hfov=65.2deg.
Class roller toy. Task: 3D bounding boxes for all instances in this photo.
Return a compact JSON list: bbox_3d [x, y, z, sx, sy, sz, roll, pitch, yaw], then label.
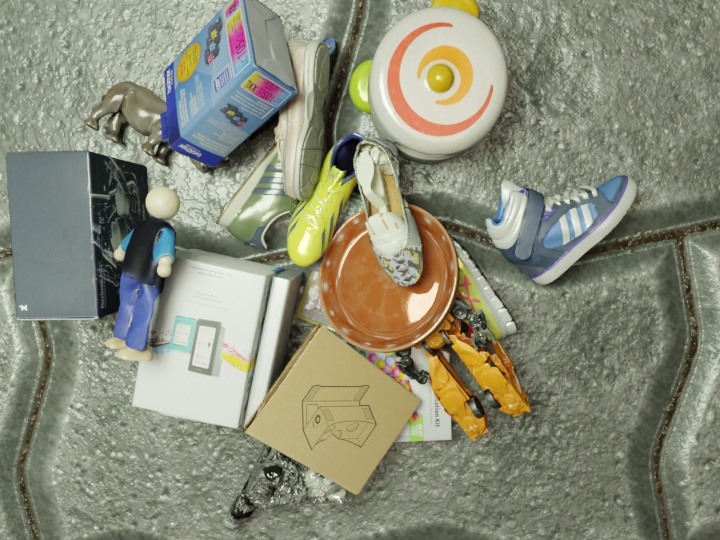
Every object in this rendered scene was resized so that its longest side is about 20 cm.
[{"bbox_3d":[0.102,-0.244,0.754,0.199,0.140,0.184,-36,94,2],"label":"roller toy"}]

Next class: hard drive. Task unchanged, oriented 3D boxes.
[{"bbox_3d":[-0.120,0.103,0.786,0.026,0.132,0.203,13,95,0],"label":"hard drive"}]

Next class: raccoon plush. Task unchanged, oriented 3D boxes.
[{"bbox_3d":[-0.103,0.329,0.844,0.133,0.097,0.201,30,124,-10],"label":"raccoon plush"}]

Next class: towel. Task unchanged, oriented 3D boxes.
[{"bbox_3d":[0.000,0.000,0.811,0.142,0.023,0.203,24,92,16],"label":"towel"}]

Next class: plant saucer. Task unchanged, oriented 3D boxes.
[{"bbox_3d":[0.037,0.009,0.758,0.197,0.032,0.204,-5,76,22],"label":"plant saucer"}]

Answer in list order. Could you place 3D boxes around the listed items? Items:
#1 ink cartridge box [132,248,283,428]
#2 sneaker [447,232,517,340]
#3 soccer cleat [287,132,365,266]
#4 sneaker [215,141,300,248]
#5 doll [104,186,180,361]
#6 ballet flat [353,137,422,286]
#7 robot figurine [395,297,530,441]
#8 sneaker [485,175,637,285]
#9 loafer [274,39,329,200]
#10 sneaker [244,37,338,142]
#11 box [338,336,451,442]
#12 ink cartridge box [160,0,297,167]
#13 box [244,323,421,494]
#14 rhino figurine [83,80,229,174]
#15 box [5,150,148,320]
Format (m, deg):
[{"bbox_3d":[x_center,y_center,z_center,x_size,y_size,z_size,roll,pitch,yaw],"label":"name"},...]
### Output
[{"bbox_3d":[-0.204,0.086,0.778,0.144,0.147,0.203,12,95,0],"label":"ink cartridge box"},{"bbox_3d":[0.138,0.028,0.809,0.090,0.078,0.201,-34,92,10],"label":"sneaker"},{"bbox_3d":[-0.046,-0.102,0.769,0.064,0.084,0.202,26,73,-3],"label":"soccer cleat"},{"bbox_3d":[-0.113,-0.121,0.808,0.090,0.067,0.201,39,91,-16],"label":"sneaker"},{"bbox_3d":[-0.260,-0.002,0.675,0.135,0.048,0.203,19,96,43],"label":"doll"},{"bbox_3d":[0.027,-0.078,0.719,0.071,0.072,0.204,-12,77,1],"label":"ballet flat"},{"bbox_3d":[0.136,0.129,0.776,0.144,0.058,0.201,-35,95,22],"label":"robot figurine"},{"bbox_3d":[0.272,-0.094,0.794,0.146,0.081,0.200,42,99,-7],"label":"sneaker"},{"bbox_3d":[-0.083,-0.196,0.738,0.062,0.072,0.204,10,98,18],"label":"loafer"},{"bbox_3d":[-0.117,-0.267,0.789,0.199,0.075,0.079,-34,90,1],"label":"sneaker"},{"bbox_3d":[0.034,0.174,0.838,0.196,0.041,0.159,-2,95,-1],"label":"box"},{"bbox_3d":[-0.182,-0.231,0.722,0.199,0.076,0.138,-32,58,31],"label":"ink cartridge box"},{"bbox_3d":[-0.031,0.192,0.760,0.199,0.021,0.164,39,83,-26],"label":"box"},{"bbox_3d":[-0.278,-0.199,0.800,0.198,0.060,0.089,25,83,-5],"label":"rhino figurine"},{"bbox_3d":[-0.363,-0.047,0.751,0.102,0.182,0.204,-1,95,1],"label":"box"}]
